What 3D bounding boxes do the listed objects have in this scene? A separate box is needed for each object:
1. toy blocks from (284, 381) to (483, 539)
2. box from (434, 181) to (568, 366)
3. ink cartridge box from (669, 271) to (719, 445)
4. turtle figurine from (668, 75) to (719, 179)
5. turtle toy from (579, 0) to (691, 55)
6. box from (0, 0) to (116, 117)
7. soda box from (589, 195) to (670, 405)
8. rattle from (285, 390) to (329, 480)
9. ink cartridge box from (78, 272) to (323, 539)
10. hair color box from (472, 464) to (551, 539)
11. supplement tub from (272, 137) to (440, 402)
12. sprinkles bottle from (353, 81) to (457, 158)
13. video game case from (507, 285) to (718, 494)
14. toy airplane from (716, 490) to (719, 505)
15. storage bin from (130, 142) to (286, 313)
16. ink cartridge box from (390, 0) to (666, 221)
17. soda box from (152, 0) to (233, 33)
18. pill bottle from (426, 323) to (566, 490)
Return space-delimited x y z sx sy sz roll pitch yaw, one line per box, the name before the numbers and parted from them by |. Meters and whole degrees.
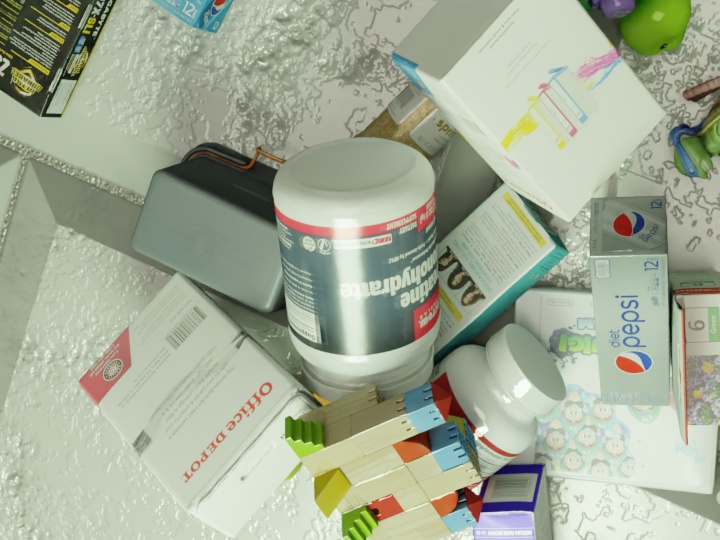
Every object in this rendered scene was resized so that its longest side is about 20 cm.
toy blocks | 0.041 0.166 0.962 0.135 0.101 0.201 -23 125 13
box | 0.097 0.016 1.072 0.200 0.049 0.083 -43 66 16
ink cartridge box | 0.287 0.068 0.936 0.049 0.200 0.111 -2 97 13
turtle figurine | 0.378 -0.108 0.949 0.193 0.201 0.144 -38 121 12
turtle toy | 0.224 -0.271 0.965 0.146 0.200 0.101 -49 44 -8
box | -0.366 -0.281 1.168 0.198 0.049 0.161 33 106 8
soda box | 0.232 0.030 0.959 0.062 0.069 0.202 -1 138 15
rattle | -0.126 0.115 1.147 0.198 0.129 0.145 25 92 37
ink cartridge box | -0.143 0.121 1.029 0.146 0.085 0.199 -47 53 -6
hair color box | 0.150 0.300 1.064 0.064 0.109 0.204 -5 102 16
supplement tub | 0.000 0.000 0.976 0.138 0.141 0.203 3 119 14
sprinkles bottle | 0.082 -0.166 1.055 0.200 0.068 0.068 -42 86 16
video game case | 0.242 0.112 1.071 0.196 0.024 0.186 4 98 14
toy airplane | 0.406 0.123 0.970 0.196 0.142 0.202 -10 127 2
storage bin | -0.117 -0.043 1.089 0.197 0.134 0.148 25 103 9
ink cartridge box | 0.148 -0.149 0.950 0.125 0.129 0.200 -47 116 2
soda box | -0.218 -0.319 1.114 0.199 0.068 0.065 36 103 8
pill bottle | 0.093 0.144 1.055 0.200 0.112 0.113 -43 86 24
